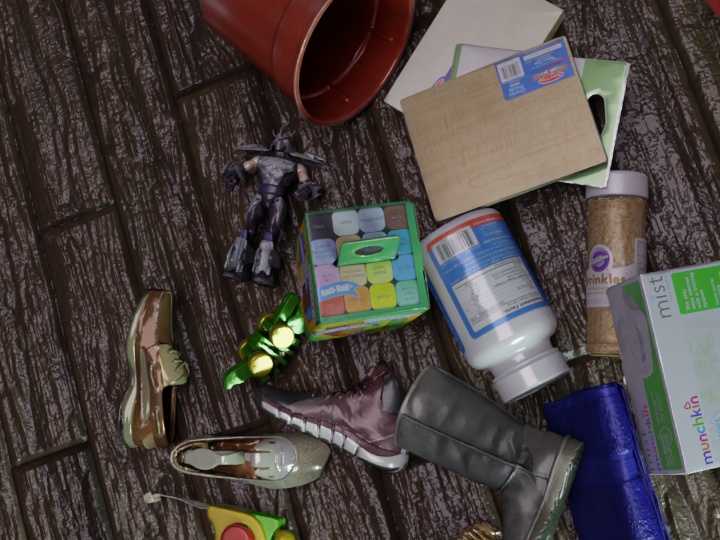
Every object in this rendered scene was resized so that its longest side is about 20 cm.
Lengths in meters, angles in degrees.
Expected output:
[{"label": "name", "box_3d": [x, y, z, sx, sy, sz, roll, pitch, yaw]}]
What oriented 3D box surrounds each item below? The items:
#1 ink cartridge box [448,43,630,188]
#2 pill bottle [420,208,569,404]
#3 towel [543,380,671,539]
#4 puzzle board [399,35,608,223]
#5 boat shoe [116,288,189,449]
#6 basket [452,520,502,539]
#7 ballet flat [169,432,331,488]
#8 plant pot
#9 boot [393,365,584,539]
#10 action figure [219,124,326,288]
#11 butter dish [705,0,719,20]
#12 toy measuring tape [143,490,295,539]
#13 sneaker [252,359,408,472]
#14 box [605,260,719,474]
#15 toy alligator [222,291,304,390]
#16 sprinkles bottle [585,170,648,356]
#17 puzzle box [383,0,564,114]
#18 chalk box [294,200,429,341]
[{"label": "ink cartridge box", "box_3d": [0.192, -0.172, 1.204, 0.199, 0.048, 0.146, 10, 87, 18]}, {"label": "pill bottle", "box_3d": [0.149, 0.042, 1.187, 0.112, 0.112, 0.201, -29, 77, 12]}, {"label": "towel", "box_3d": [0.263, 0.222, 1.126, 0.049, 0.148, 0.201, -10, 79, -17]}, {"label": "puzzle board", "box_3d": [0.156, -0.155, 1.183, 0.199, 0.017, 0.151, -19, 77, 16]}, {"label": "boat shoe", "box_3d": [-0.248, 0.124, 1.325, 0.073, 0.076, 0.201, 8, 94, 12]}, {"label": "basket", "box_3d": [0.146, 0.389, 1.174, 0.142, 0.149, 0.200, -33, 72, -23]}, {"label": "ballet flat", "box_3d": [-0.135, 0.229, 1.278, 0.199, 0.062, 0.068, -4, 83, 16]}, {"label": "plant pot", "box_3d": [-0.073, -0.306, 1.263, 0.195, 0.201, 0.201, 37, 95, 26]}, {"label": "boot", "box_3d": [0.120, 0.216, 1.139, 0.199, 0.073, 0.182, 20, 79, 23]}, {"label": "action figure", "box_3d": [-0.112, -0.082, 1.305, 0.130, 0.069, 0.201, 9, 83, 23]}, {"label": "butter dish", "box_3d": [0.479, -0.274, 1.112, 0.199, 0.148, 0.200, -25, 37, 14]}, {"label": "toy measuring tape", "box_3d": [-0.172, 0.315, 1.277, 0.199, 0.074, 0.074, 8, 86, 18]}, {"label": "sneaker", "box_3d": [-0.019, 0.148, 1.253, 0.199, 0.076, 0.116, 24, 86, 8]}, {"label": "box", "box_3d": [0.366, 0.094, 1.091, 0.176, 0.097, 0.201, -8, 81, -12]}, {"label": "toy alligator", "box_3d": [-0.090, 0.072, 1.291, 0.054, 0.059, 0.200, 39, 88, -27]}, {"label": "sprinkles bottle", "box_3d": [0.282, -0.007, 1.174, 0.068, 0.068, 0.201, 0, 84, 17]}, {"label": "puzzle box", "box_3d": [0.134, -0.251, 1.270, 0.133, 0.025, 0.200, 34, 94, 17]}, {"label": "chalk box", "box_3d": [0.000, 0.000, 1.175, 0.124, 0.200, 0.125, -7, 81, -8]}]
